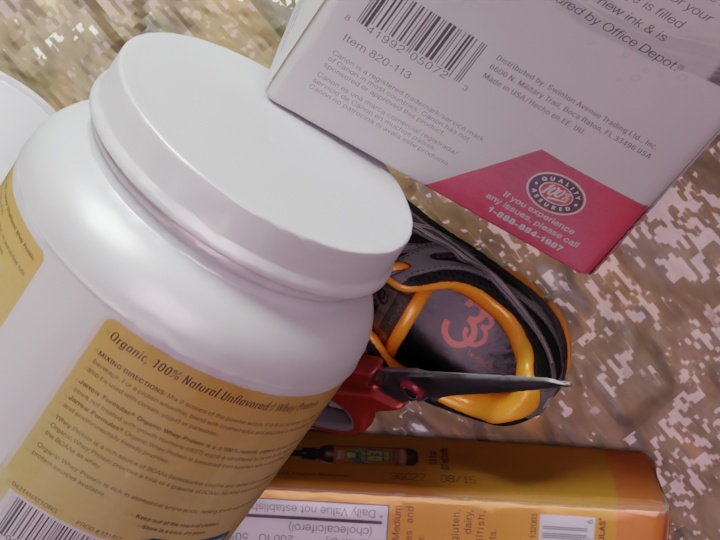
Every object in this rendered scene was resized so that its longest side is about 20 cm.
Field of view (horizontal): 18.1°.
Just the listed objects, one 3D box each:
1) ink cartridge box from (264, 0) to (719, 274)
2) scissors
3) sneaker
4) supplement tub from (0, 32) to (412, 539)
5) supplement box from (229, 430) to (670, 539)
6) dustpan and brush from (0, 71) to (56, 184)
[{"bbox_3d":[0.079,-0.113,0.794,0.146,0.083,0.200,29,131,-11],"label":"ink cartridge box"},{"bbox_3d":[0.018,0.047,0.883,0.014,0.199,0.073,-53,131,-27],"label":"scissors"},{"bbox_3d":[0.000,0.000,0.917,0.199,0.077,0.079,27,103,-4],"label":"sneaker"},{"bbox_3d":[-0.085,0.029,0.830,0.144,0.145,0.200,33,113,-7],"label":"supplement tub"},{"bbox_3d":[0.025,0.110,0.945,0.199,0.067,0.069,6,106,-1],"label":"supplement box"},{"bbox_3d":[-0.138,-0.035,0.905,0.199,0.057,0.140,-6,113,28],"label":"dustpan and brush"}]
